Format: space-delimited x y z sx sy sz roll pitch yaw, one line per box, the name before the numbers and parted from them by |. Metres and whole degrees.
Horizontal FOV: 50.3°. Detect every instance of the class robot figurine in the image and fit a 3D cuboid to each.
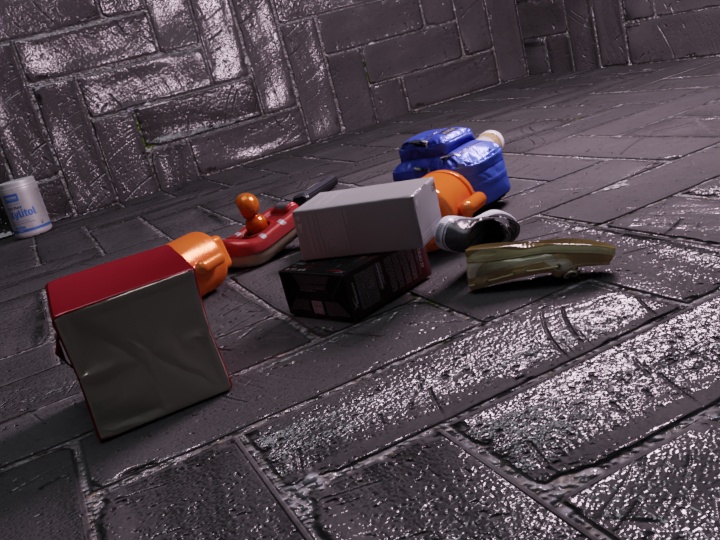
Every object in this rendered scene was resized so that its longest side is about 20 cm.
robot figurine | 0.126 -0.105 1.318 0.144 0.117 0.200 -50 -6 35
robot figurine | -0.322 0.003 1.385 0.144 0.117 0.200 23 31 20

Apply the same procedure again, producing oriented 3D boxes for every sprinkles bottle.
sprinkles bottle | 0.298 -0.294 1.894 0.068 0.068 0.200 -6 19 28

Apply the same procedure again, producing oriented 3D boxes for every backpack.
backpack | 0.180 -0.191 1.501 0.200 0.168 0.162 7 33 43

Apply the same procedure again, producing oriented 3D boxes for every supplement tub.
supplement tub | -1.196 -0.225 2.732 0.132 0.200 0.132 -14 17 4

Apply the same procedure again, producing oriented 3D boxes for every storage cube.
storage cube | -0.290 0.085 0.989 0.200 0.171 0.180 -20 19 -20

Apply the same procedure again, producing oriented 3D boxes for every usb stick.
usb stick | -0.120 -0.217 2.070 0.055 0.033 0.200 -6 19 26

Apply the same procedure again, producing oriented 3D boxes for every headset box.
headset box | 0.000 0.000 1.179 0.149 0.075 0.200 4 24 46

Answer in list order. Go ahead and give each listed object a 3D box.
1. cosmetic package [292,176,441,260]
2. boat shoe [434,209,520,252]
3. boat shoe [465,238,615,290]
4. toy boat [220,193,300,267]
cosmetic package | 0.012 -0.077 1.144 0.200 0.090 0.107 -2 21 27
boat shoe | 0.195 -0.056 1.161 0.066 0.070 0.200 17 12 40
boat shoe | 0.245 -0.008 1.050 0.200 0.063 0.073 -3 7 15
toy boat | -0.215 -0.096 1.554 0.200 0.131 0.130 -41 28 -30
